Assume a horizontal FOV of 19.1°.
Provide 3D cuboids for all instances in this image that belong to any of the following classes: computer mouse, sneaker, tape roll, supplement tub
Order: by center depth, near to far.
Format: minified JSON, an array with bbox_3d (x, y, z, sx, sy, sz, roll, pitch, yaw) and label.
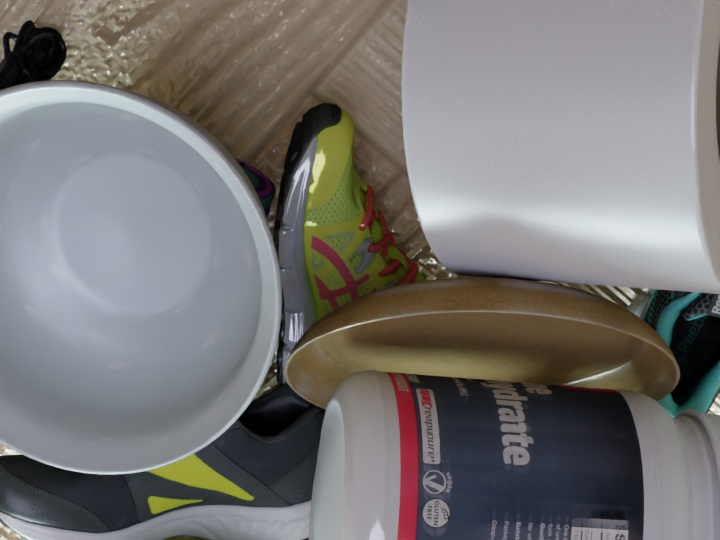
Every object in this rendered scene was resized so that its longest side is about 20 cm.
[{"bbox_3d":[0.117,-0.092,1.018,0.139,0.203,0.203,3,113,22],"label":"tape roll"},{"bbox_3d":[0.081,0.125,1.062,0.199,0.140,0.141,5,113,-9],"label":"supplement tub"},{"bbox_3d":[0.197,-0.004,1.120,0.077,0.091,0.201,17,112,-3],"label":"sneaker"},{"bbox_3d":[-0.106,0.096,1.121,0.199,0.074,0.085,0,113,-32],"label":"sneaker"},{"bbox_3d":[0.000,0.000,1.154,0.090,0.078,0.201,1,123,5],"label":"sneaker"},{"bbox_3d":[-0.202,-0.028,1.156,0.044,0.110,0.200,18,122,-6],"label":"computer mouse"}]

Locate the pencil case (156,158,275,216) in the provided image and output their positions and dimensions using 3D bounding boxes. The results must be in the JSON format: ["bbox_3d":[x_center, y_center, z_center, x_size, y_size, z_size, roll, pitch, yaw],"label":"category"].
[{"bbox_3d":[-0.119,0.025,1.164,0.085,0.092,0.200,37,115,32],"label":"pencil case"}]

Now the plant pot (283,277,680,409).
[{"bbox_3d":[0.061,0.043,1.081,0.199,0.200,0.028,0,69,6],"label":"plant pot"}]

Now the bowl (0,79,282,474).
[{"bbox_3d":[-0.124,-0.008,1.057,0.200,0.090,0.202,5,112,12],"label":"bowl"}]

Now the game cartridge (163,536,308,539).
[{"bbox_3d":[-0.099,0.163,1.155,0.133,0.200,0.041,-2,90,24],"label":"game cartridge"}]
